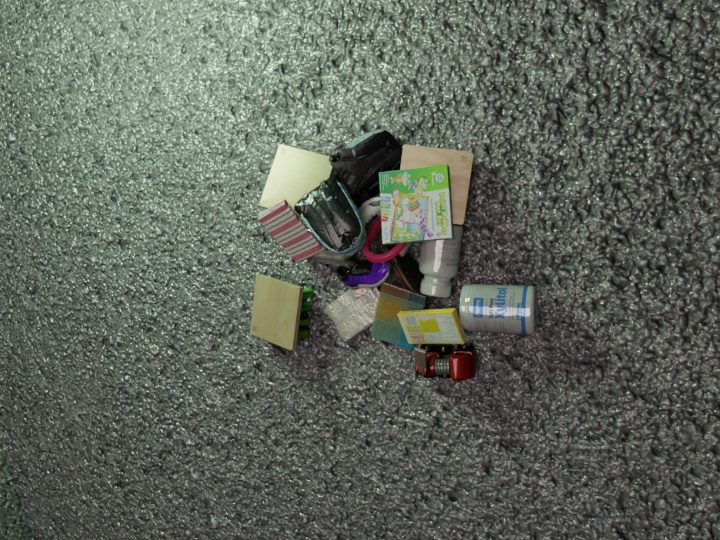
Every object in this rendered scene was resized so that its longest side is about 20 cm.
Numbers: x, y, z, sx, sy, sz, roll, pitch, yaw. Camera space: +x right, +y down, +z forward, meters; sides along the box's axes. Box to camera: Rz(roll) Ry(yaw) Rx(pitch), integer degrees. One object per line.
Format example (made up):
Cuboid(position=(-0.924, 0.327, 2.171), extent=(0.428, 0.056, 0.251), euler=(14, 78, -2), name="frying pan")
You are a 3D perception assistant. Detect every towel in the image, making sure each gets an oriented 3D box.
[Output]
Cuboid(position=(-0.206, -0.117, 1.738), extent=(0.145, 0.030, 0.200), euler=(-18, 120, 45), name="towel")
Cuboid(position=(0.113, 0.137, 1.716), extent=(0.145, 0.022, 0.203), euler=(18, 121, 14), name="towel")
Cuboid(position=(-0.010, 0.124, 1.799), extent=(0.199, 0.034, 0.134), euler=(-37, 80, 22), name="towel")

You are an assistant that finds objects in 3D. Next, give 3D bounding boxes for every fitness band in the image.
Cuboid(position=(0.085, -0.105, 1.669), extent=(0.142, 0.038, 0.201), euler=(15, 62, 34), name="fitness band")

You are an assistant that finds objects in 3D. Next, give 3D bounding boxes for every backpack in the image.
Cuboid(position=(-0.066, -0.137, 1.620), extent=(0.162, 0.154, 0.201), euler=(-38, 62, -1), name="backpack")
Cuboid(position=(0.022, -0.324, 1.662), extent=(0.199, 0.127, 0.168), euler=(-36, 114, 3), name="backpack")

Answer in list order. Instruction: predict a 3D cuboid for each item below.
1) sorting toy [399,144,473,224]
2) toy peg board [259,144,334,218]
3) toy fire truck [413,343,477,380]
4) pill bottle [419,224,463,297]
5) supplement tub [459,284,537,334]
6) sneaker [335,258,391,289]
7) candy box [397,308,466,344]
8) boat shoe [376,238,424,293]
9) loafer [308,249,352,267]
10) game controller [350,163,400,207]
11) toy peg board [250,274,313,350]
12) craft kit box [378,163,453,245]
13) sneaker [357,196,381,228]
Cuboid(position=(0.209, -0.243, 1.634), extent=(0.196, 0.070, 0.203), euler=(8, 97, 9), name="sorting toy")
Cuboid(position=(-0.178, -0.257, 1.763), extent=(0.197, 0.098, 0.202), euler=(18, 87, 20), name="toy peg board")
Cuboid(position=(0.226, 0.258, 1.623), extent=(0.173, 0.199, 0.131), euler=(-3, 95, 23), name="toy fire truck")
Cuboid(position=(0.226, -0.033, 1.638), extent=(0.113, 0.114, 0.204), euler=(9, 99, 21), name="pill bottle")
Cuboid(position=(0.381, 0.105, 1.578), extent=(0.197, 0.132, 0.135), euler=(1, 96, 22), name="supplement tub")
Cuboid(position=(0.000, 0.001, 1.703), extent=(0.099, 0.070, 0.198), euler=(39, 144, -29), name="sneaker")
Cuboid(position=(0.200, 0.160, 1.630), extent=(0.198, 0.026, 0.103), euler=(-6, 115, 44), name="candy box")
Cuboid(position=(0.118, -0.009, 1.717), extent=(0.202, 0.075, 0.074), euler=(57, 143, 10), name="boat shoe")
Cuboid(position=(-0.115, -0.042, 1.806), extent=(0.197, 0.070, 0.071), euler=(5, 120, 33), name="loafer")
Cuboid(position=(0.060, -0.237, 1.734), extent=(0.198, 0.042, 0.106), euler=(-28, 70, 23), name="game controller")
Cuboid(position=(-0.250, 0.130, 1.877), extent=(0.197, 0.097, 0.204), euler=(14, 100, 36), name="toy peg board")
Cuboid(position=(0.152, -0.177, 1.574), extent=(0.194, 0.048, 0.204), euler=(-5, 86, 14), name="craft kit box")
Cuboid(position=(0.016, -0.153, 1.693), extent=(0.198, 0.073, 0.081), euler=(-23, 65, 28), name="sneaker")
